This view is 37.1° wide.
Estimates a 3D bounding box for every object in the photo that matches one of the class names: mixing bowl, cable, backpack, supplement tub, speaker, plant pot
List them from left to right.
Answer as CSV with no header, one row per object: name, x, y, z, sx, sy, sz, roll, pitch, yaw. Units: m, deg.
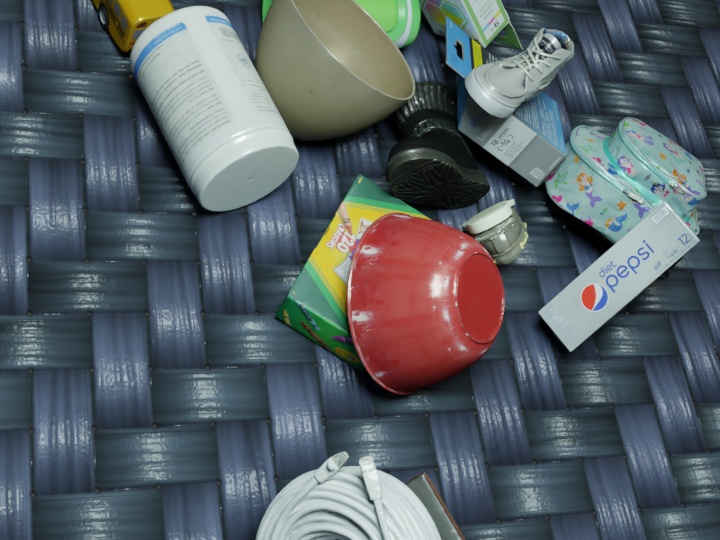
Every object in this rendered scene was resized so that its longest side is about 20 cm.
supplement tub,-0.168,-0.185,1.223,0.131,0.132,0.202,-18,70,-30
plant pot,-0.050,-0.235,1.284,0.199,0.134,0.202,34,30,-23
speaker,-0.024,-0.333,1.397,0.197,0.089,0.090,-3,63,-24
cable,-0.012,0.282,0.989,0.069,0.199,0.202,-6,66,-58
mixing bowl,0.086,0.032,1.162,0.199,0.107,0.204,9,78,-50
backpack,0.342,-0.107,1.381,0.198,0.152,0.178,28,28,3

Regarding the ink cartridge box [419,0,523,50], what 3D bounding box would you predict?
ink cartridge box,0.130,-0.358,1.422,0.059,0.201,0.103,-48,43,-12

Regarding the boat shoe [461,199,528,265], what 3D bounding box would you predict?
boat shoe,0.163,-0.044,1.275,0.071,0.202,0.061,-29,92,9

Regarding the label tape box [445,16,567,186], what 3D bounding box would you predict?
label tape box,0.167,-0.217,1.374,0.199,0.063,0.145,33,31,-18

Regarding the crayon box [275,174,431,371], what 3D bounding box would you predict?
crayon box,0.000,0.000,1.233,0.118,0.058,0.201,32,55,-4

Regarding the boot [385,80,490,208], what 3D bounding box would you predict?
boot,0.072,-0.165,1.311,0.210,0.079,0.160,14,52,-62

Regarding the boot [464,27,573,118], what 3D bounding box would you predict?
boot,0.196,-0.248,1.288,0.074,0.096,0.200,46,30,4

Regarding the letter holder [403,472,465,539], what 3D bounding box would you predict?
letter holder,0.080,0.319,1.072,0.100,0.142,0.201,-32,74,0

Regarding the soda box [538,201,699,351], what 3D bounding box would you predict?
soda box,0.308,0.007,1.279,0.064,0.200,0.068,49,15,10

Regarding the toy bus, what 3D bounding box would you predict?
toy bus,-0.296,-0.359,1.299,0.064,0.078,0.202,-19,71,-30
